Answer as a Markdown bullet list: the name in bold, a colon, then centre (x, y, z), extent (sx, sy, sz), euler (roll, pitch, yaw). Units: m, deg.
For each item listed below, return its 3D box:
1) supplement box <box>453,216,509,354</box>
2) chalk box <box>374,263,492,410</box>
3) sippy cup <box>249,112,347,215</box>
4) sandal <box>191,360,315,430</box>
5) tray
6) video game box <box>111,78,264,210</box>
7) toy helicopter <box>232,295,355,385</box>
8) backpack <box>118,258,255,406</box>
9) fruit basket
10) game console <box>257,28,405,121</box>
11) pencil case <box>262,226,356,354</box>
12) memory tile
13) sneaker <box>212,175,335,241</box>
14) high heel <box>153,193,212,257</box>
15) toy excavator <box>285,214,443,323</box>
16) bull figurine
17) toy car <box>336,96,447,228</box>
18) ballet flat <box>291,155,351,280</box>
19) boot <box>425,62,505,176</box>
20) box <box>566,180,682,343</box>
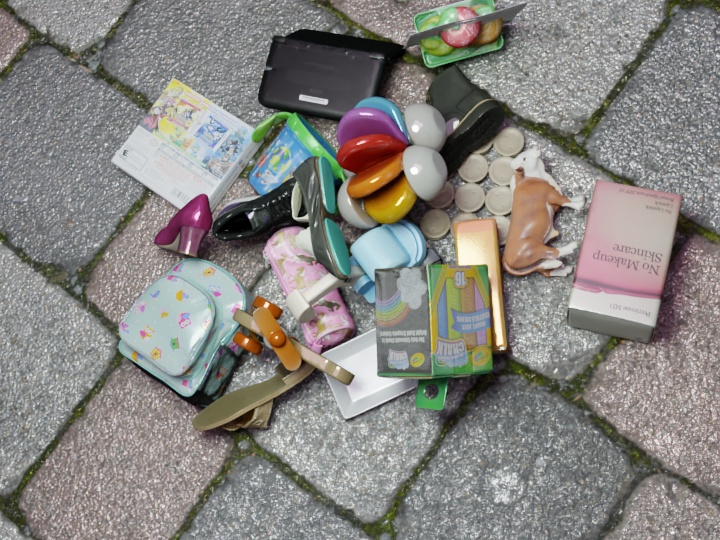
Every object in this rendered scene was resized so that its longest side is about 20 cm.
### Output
- **supplement box**: centre (0.182, 0.026, 1.482), extent (0.066, 0.069, 0.202), euler (-5, 76, 11)
- **chalk box**: centre (0.104, 0.095, 1.402), extent (0.124, 0.123, 0.202), euler (-5, 87, 51)
- **sippy cup**: centre (-0.104, -0.159, 1.583), extent (0.130, 0.140, 0.178), euler (-44, 35, 8)
- **sandal**: centre (-0.149, 0.208, 1.506), extent (0.211, 0.078, 0.070), euler (-32, 113, -2)
- **tray**: centre (0.044, 0.137, 1.502), extent (0.199, 0.022, 0.108), euler (-26, 84, 4)
- **video game box**: centre (-0.294, -0.204, 1.676), extent (0.199, 0.047, 0.183), euler (34, 85, 19)
- **toy helicopter**: centre (-0.097, 0.109, 1.432), extent (0.199, 0.132, 0.079), euler (29, 83, 5)
- **backpack**: centre (-0.261, 0.082, 1.529), extent (0.175, 0.154, 0.201), euler (29, 73, 24)
- **fruit basket**: centre (0.157, -0.386, 1.544), extent (0.184, 0.200, 0.095), euler (-15, 91, 2)
- **game console**: centre (-0.046, -0.325, 1.634), extent (0.198, 0.116, 0.177), euler (12, 84, 16)
- **pencil case**: centre (-0.081, 0.031, 1.538), extent (0.086, 0.083, 0.201), euler (-31, 70, 5)
- **memory tile**: centre (0.177, -0.138, 1.568), extent (0.152, 0.017, 0.202), euler (6, 75, 14)
- **sneaker**: centre (-0.132, -0.087, 1.502), extent (0.199, 0.088, 0.076), euler (-21, 104, 17)
- **high heel**: centre (-0.276, -0.074, 1.568), extent (0.067, 0.200, 0.097), euler (17, 87, -27)
- **toy excavator**: centre (0.000, 0.000, 1.473), extent (0.194, 0.200, 0.100), euler (-44, 68, 19)
- **bull figurine**: centre (0.275, -0.085, 1.502), extent (0.120, 0.065, 0.202), euler (10, 82, 9)
- **toy car**: centre (0.027, -0.172, 1.449), extent (0.174, 0.150, 0.201), euler (-25, 43, 31)
- **ballet flat**: centre (-0.062, -0.070, 1.433), extent (0.068, 0.068, 0.202), euler (-20, 64, 21)
- **boot**: centre (0.117, -0.227, 1.574), extent (0.199, 0.078, 0.139), euler (-36, 54, 4)
- **box**: centre (0.382, -0.012, 1.435), extent (0.127, 0.109, 0.202), euler (12, 76, 15)
